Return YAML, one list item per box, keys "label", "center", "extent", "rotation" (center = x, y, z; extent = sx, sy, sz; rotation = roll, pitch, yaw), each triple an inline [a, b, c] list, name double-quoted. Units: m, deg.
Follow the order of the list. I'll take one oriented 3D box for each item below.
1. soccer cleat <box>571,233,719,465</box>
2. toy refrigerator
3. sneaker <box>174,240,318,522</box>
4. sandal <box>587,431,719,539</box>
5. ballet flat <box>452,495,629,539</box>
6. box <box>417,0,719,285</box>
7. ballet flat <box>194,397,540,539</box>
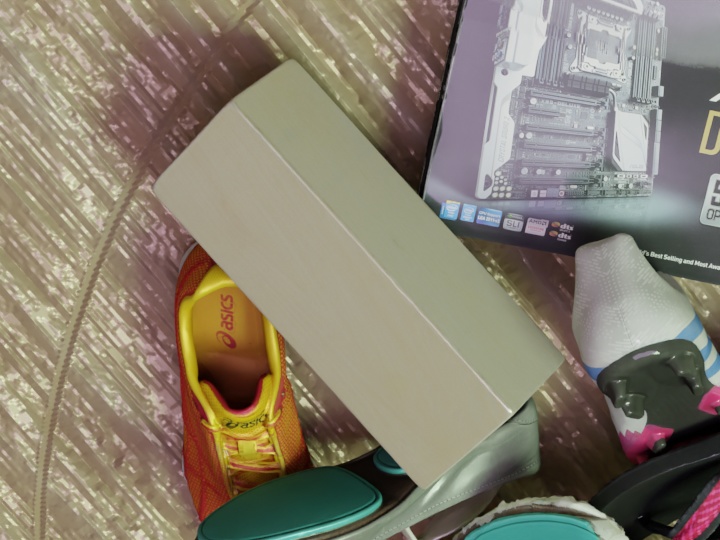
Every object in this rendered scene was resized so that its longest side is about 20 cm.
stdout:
- label: "soccer cleat"
  center: [0.147, 0.040, 1.385]
  extent: [0.070, 0.200, 0.087]
  rotation: [-19, 68, 7]
- label: "toy refrigerator"
  center: [0.000, 0.000, 1.366]
  extent: [0.200, 0.070, 0.076]
  rotation: [47, 128, 1]
- label: "sneaker"
  center: [-0.063, 0.081, 1.431]
  extent: [0.073, 0.077, 0.201]
  rotation: [-11, 113, 4]
- label: "sandal"
  center: [0.193, 0.105, 1.393]
  extent: [0.200, 0.075, 0.045]
  rotation: [-28, 67, 27]
- label: "ballet flat"
  center: [0.071, 0.156, 1.435]
  extent: [0.072, 0.072, 0.200]
  rotation: [46, 133, -16]
- label: "box"
  center: [0.139, -0.082, 1.374]
  extent: [0.199, 0.050, 0.158]
  rotation: [11, 113, -3]
- label: "ballet flat"
  center: [0.010, 0.121, 1.414]
  extent: [0.200, 0.067, 0.064]
  rotation: [-26, 120, -24]
